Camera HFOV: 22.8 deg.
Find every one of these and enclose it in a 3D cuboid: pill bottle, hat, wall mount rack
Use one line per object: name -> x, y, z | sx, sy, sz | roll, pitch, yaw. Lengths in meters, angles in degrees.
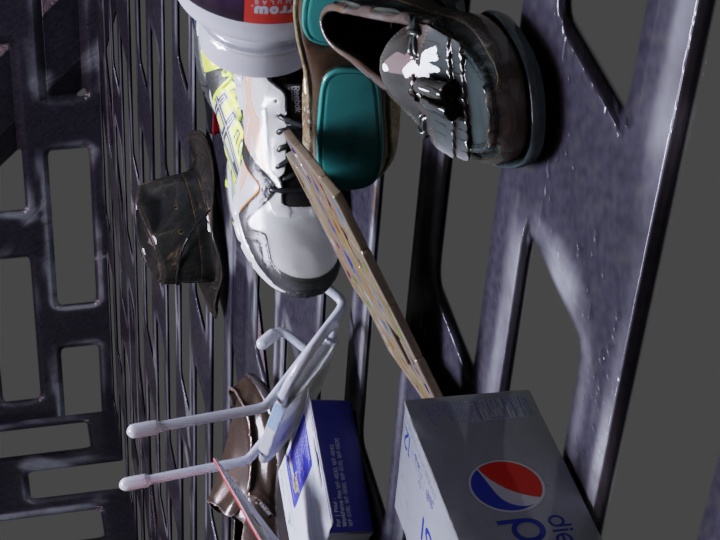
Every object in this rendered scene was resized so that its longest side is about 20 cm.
pill bottle -> -0.058, -0.218, 1.073 | 0.112, 0.112, 0.200 | -108, 16, -44
hat -> -0.196, -0.045, 1.879 | 0.201, 0.081, 0.201 | 174, 90, -79
wall mount rack -> -0.084, 0.090, 1.249 | 0.075, 0.174, 0.200 | 36, 155, 8

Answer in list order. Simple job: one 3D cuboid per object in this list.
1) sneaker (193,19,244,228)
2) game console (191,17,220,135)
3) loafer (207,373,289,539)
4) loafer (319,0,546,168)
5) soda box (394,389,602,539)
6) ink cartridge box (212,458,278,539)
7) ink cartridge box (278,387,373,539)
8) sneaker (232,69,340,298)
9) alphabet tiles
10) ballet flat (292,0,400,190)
sneaker -> -0.068, -0.111, 1.301 | 0.076, 0.075, 0.200 | -151, 45, -67
game console -> -0.146, -0.249, 1.673 | 0.177, 0.031, 0.200 | 116, 147, -67
loafer -> -0.098, 0.190, 1.554 | 0.073, 0.071, 0.200 | 142, 121, -76
loafer -> 0.030, -0.092, 0.837 | 0.200, 0.063, 0.072 | -124, 30, -66
soda box -> 0.069, 0.140, 0.762 | 0.200, 0.063, 0.068 | -112, 21, -52
ink cartridge box -> -0.044, 0.228, 1.181 | 0.176, 0.045, 0.200 | 52, 176, -17
ink cartridge box -> -0.024, 0.159, 1.277 | 0.200, 0.039, 0.100 | 110, 152, -67
sneaker -> -0.049, -0.081, 1.197 | 0.080, 0.074, 0.200 | 129, 134, -71
alphabet tiles -> 0.000, 0.000, 1.001 | 0.167, 0.008, 0.200 | 63, 176, -22
ballet flat -> -0.005, -0.134, 0.984 | 0.200, 0.070, 0.065 | 100, 171, -45
